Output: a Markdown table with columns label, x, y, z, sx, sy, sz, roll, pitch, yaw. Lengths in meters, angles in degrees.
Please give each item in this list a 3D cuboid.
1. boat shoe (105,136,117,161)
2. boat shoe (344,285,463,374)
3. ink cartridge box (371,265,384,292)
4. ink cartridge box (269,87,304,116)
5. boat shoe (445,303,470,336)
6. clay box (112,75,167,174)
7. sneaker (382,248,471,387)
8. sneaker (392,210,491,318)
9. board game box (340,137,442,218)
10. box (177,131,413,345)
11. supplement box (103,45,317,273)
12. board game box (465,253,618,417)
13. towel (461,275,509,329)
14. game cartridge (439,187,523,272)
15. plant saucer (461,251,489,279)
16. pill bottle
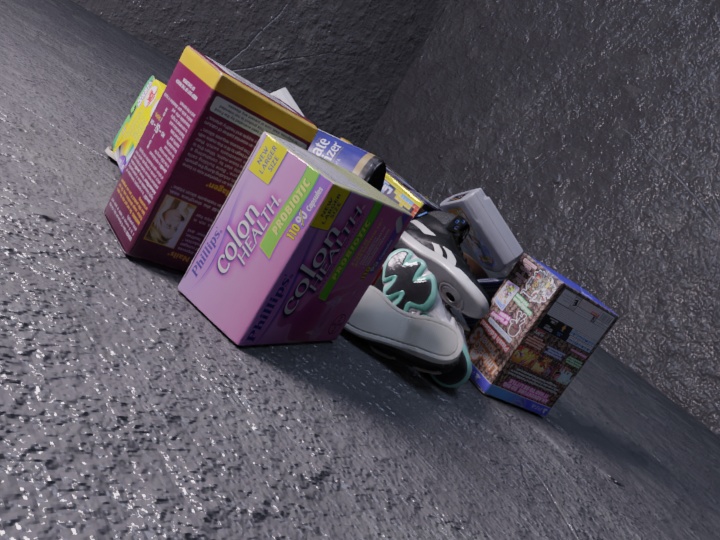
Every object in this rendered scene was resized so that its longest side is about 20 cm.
| label | x | y | z | sx | sy | sz | roll | pitch | yaw |
| --- | --- | --- | --- | --- | --- | --- | --- | --- | --- |
| boat shoe | -0.260 | -0.150 | 0.955 | 0.198 | 0.060 | 0.072 | 22 | 16 | -30 |
| boat shoe | 0.036 | 0.075 | 0.856 | 0.197 | 0.074 | 0.061 | 19 | -33 | 11 |
| ink cartridge box | 0.000 | 0.000 | 1.012 | 0.144 | 0.084 | 0.199 | 41 | 15 | 35 |
| ink cartridge box | -0.147 | -0.199 | 1.094 | 0.164 | 0.057 | 0.200 | 57 | 34 | -8 |
| boat shoe | 0.122 | 0.058 | 1.144 | 0.199 | 0.070 | 0.071 | 33 | 11 | -1 |
| clay box | -0.247 | -0.151 | 0.823 | 0.047 | 0.115 | 0.201 | 24 | 21 | -42 |
| sneaker | 0.096 | 0.069 | 0.948 | 0.202 | 0.077 | 0.140 | 67 | 9 | 10 |
| sneaker | 0.139 | -0.025 | 0.973 | 0.200 | 0.111 | 0.074 | 42 | -28 | 31 |
| board game box | 0.054 | -0.136 | 1.163 | 0.200 | 0.057 | 0.165 | 42 | 14 | 25 |
| box | -0.059 | -0.023 | 0.699 | 0.096 | 0.177 | 0.199 | 37 | 11 | 24 |
| supplement box | -0.158 | -0.104 | 0.698 | 0.130 | 0.201 | 0.103 | 22 | 15 | -44 |
| board game box | 0.270 | 0.104 | 1.033 | 0.158 | 0.201 | 0.097 | 25 | 14 | -35 |
| towel | 0.247 | 0.078 | 1.139 | 0.143 | 0.024 | 0.201 | -6 | -46 | 30 |
| game cartridge | 0.189 | -0.061 | 1.048 | 0.134 | 0.041 | 0.200 | 61 | -3 | -4 |
| plant saucer | 0.131 | 0.013 | 1.177 | 0.198 | 0.037 | 0.201 | 22 | -25 | 11 |
| pill bottle | -0.071 | -0.148 | 0.965 | 0.198 | 0.113 | 0.112 | 26 | 10 | 12 |
